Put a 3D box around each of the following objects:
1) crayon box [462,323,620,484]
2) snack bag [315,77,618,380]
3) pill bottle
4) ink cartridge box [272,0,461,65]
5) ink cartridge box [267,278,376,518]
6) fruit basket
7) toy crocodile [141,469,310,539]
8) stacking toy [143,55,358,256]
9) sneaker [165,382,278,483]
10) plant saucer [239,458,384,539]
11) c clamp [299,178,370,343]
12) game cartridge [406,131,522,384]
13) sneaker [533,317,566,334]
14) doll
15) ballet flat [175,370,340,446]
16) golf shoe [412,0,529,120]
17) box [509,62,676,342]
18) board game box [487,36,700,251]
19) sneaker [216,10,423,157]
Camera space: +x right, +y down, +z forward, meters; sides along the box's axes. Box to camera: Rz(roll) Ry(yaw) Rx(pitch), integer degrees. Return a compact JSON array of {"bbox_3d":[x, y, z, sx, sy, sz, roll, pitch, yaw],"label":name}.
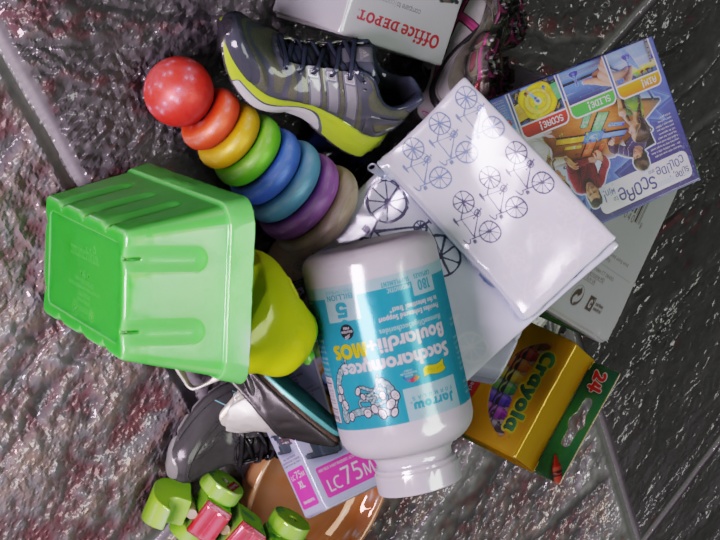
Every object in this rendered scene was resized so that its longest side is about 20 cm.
[{"bbox_3d":[0.137,0.108,1.640,0.051,0.200,0.127,39,78,-51],"label":"crayon box"},{"bbox_3d":[0.078,-0.024,1.392,0.200,0.189,0.021,-42,-178,12],"label":"snack bag"},{"bbox_3d":[0.026,0.075,1.348,0.111,0.111,0.201,-18,96,-44],"label":"pill bottle"},{"bbox_3d":[0.028,-0.284,1.401,0.145,0.083,0.201,8,103,-51],"label":"ink cartridge box"},{"bbox_3d":[-0.036,0.100,1.462,0.119,0.042,0.201,-20,79,-39],"label":"ink cartridge box"},{"bbox_3d":[-0.116,0.008,1.267,0.215,0.215,0.156,-9,107,-47],"label":"fruit basket"},{"bbox_3d":[-0.102,0.234,1.491,0.200,0.062,0.068,32,101,-23],"label":"toy crocodile"},{"bbox_3d":[-0.094,-0.096,1.341,0.200,0.085,0.086,38,78,-34],"label":"stacking toy"},{"bbox_3d":[-0.083,0.130,1.479,0.200,0.079,0.076,-33,149,-34],"label":"sneaker"},{"bbox_3d":[-0.048,0.207,1.605,0.200,0.037,0.201,-25,127,-39],"label":"plant saucer"},{"bbox_3d":[0.000,0.000,1.455,0.171,0.027,0.200,49,62,-26],"label":"c clamp"},{"bbox_3d":[0.086,-0.009,1.452,0.132,0.041,0.201,11,86,-13],"label":"game cartridge"},{"bbox_3d":[0.156,0.091,1.757,0.200,0.074,0.088,-52,134,-26],"label":"sneaker"},{"bbox_3d":[-0.030,-0.084,1.464,0.136,0.048,0.201,19,99,-55],"label":"doll"},{"bbox_3d":[-0.103,0.085,1.384,0.068,0.200,0.068,-44,178,8],"label":"ballet flat"},{"bbox_3d":[0.096,-0.209,1.516,0.073,0.092,0.200,60,32,-34],"label":"golf shoe"},{"bbox_3d":[0.165,-0.069,1.605,0.199,0.171,0.201,27,88,-52],"label":"box"},{"bbox_3d":[0.187,-0.105,1.447,0.199,0.034,0.136,-23,97,-25],"label":"board game box"},{"bbox_3d":[-0.032,-0.160,1.337,0.200,0.081,0.074,21,48,-44],"label":"sneaker"}]
